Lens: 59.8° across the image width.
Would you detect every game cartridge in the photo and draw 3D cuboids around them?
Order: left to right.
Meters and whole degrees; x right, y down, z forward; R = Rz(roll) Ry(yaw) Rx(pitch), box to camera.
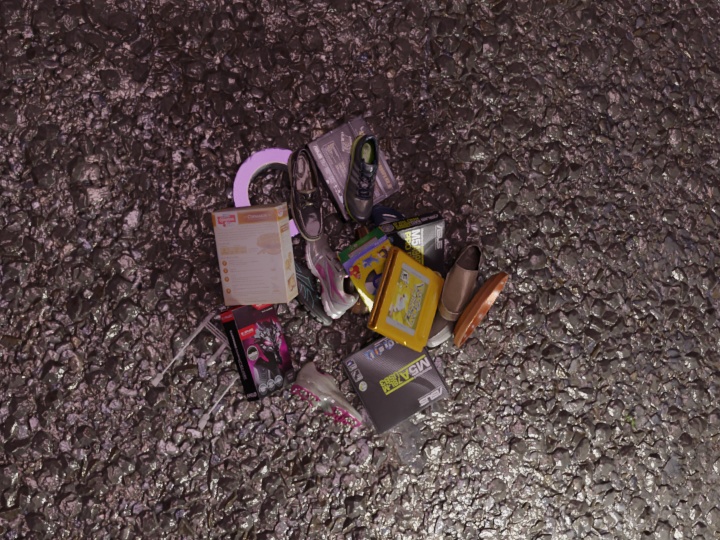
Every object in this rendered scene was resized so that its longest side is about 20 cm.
[{"bbox_3d":[0.104,0.068,1.364,0.198,0.032,0.181,28,76,-46],"label":"game cartridge"}]

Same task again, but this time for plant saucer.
[{"bbox_3d":[0.274,0.086,1.454,0.032,0.201,0.202,35,79,15],"label":"plant saucer"}]

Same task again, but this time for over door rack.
[{"bbox_3d":[-0.343,0.218,1.365,0.147,0.066,0.202,41,59,-8],"label":"over door rack"}]

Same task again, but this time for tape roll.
[{"bbox_3d":[-0.193,-0.171,1.428,0.193,0.066,0.207,0,88,-12],"label":"tape roll"}]

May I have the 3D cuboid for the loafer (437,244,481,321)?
[{"bbox_3d":[0.232,0.020,1.450,0.074,0.069,0.204,18,64,8],"label":"loafer"}]

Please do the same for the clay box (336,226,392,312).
[{"bbox_3d":[0.041,0.017,1.378,0.113,0.048,0.202,-32,125,-2],"label":"clay box"}]

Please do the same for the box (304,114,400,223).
[{"bbox_3d":[-0.019,-0.240,1.477,0.156,0.048,0.204,-30,94,-13],"label":"box"}]

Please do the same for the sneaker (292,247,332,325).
[{"bbox_3d":[-0.125,0.038,1.427,0.079,0.075,0.201,-43,96,-13],"label":"sneaker"}]

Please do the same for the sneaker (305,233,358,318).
[{"bbox_3d":[-0.057,0.000,1.420,0.087,0.081,0.205,-22,89,29],"label":"sneaker"}]

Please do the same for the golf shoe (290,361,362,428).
[{"bbox_3d":[-0.066,0.285,1.429,0.199,0.075,0.093,39,47,-23],"label":"golf shoe"}]

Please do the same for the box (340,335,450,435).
[{"bbox_3d":[0.080,0.246,1.458,0.196,0.048,0.197,-29,91,0],"label":"box"}]

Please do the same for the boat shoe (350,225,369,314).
[{"bbox_3d":[0.000,0.000,1.457,0.065,0.072,0.207,-4,91,-13],"label":"boat shoe"}]

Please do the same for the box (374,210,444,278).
[{"bbox_3d":[0.116,-0.023,1.443,0.155,0.045,0.205,-13,126,-13],"label":"box"}]

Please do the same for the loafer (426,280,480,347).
[{"bbox_3d":[0.212,0.094,1.494,0.201,0.069,0.070,-49,128,-18],"label":"loafer"}]

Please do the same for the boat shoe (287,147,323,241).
[{"bbox_3d":[-0.119,-0.168,1.377,0.070,0.065,0.207,-8,89,-13],"label":"boat shoe"}]

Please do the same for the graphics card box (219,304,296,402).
[{"bbox_3d":[-0.223,0.170,1.380,0.124,0.050,0.206,-18,92,-52],"label":"graphics card box"}]

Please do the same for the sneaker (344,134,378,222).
[{"bbox_3d":[0.006,-0.213,1.415,0.071,0.081,0.207,3,87,-12],"label":"sneaker"}]

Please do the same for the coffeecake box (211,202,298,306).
[{"bbox_3d":[-0.226,-0.035,1.350,0.148,0.073,0.207,-3,102,14],"label":"coffeecake box"}]

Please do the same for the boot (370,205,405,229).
[{"bbox_3d":[0.114,-0.098,1.486,0.196,0.092,0.073,18,127,-33],"label":"boot"}]
